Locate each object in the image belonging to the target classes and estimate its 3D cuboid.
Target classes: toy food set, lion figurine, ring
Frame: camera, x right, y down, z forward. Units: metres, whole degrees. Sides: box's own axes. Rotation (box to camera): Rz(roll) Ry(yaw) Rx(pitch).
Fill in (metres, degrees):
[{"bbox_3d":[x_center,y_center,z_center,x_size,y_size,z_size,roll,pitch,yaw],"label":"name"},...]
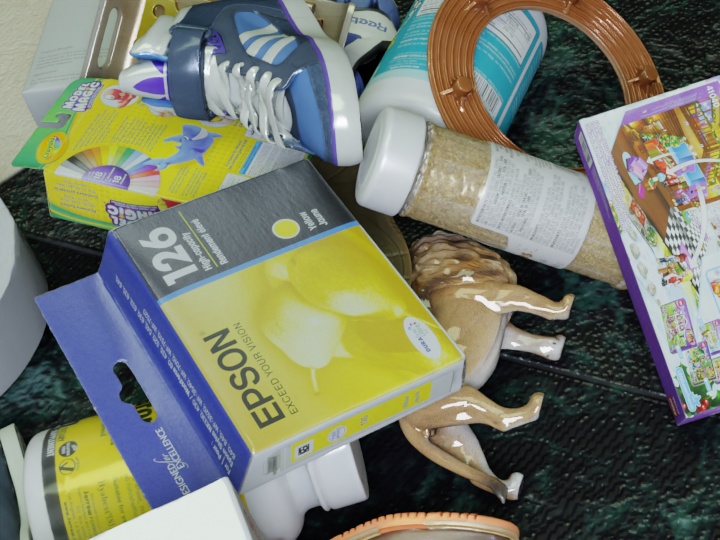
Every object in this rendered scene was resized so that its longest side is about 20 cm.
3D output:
[{"bbox_3d":[-0.113,-0.156,1.142,0.198,0.060,0.145,16,94,10],"label":"toy food set"},{"bbox_3d":[0.065,0.057,0.971,0.121,0.073,0.201,15,45,10],"label":"lion figurine"},{"bbox_3d":[0.140,-0.135,1.081,0.198,0.019,0.203,11,63,-21],"label":"ring"}]

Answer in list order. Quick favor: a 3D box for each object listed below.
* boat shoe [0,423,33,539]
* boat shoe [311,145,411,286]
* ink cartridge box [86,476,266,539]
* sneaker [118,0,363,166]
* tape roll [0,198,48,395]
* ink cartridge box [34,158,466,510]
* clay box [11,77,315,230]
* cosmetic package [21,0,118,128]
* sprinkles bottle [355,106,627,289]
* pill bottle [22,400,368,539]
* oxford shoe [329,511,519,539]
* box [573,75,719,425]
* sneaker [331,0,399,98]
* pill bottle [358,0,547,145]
[{"bbox_3d":[-0.228,0.178,0.955,0.061,0.075,0.201,-22,45,-6],"label":"boat shoe"},{"bbox_3d":[0.000,0.000,1.015,0.072,0.065,0.202,-4,47,4],"label":"boat shoe"},{"bbox_3d":[-0.086,0.241,0.766,0.145,0.147,0.202,-23,65,-4],"label":"ink cartridge box"},{"bbox_3d":[-0.088,-0.120,1.021,0.145,0.081,0.201,-13,38,-11],"label":"sneaker"},{"bbox_3d":[-0.327,0.025,1.072,0.197,0.067,0.202,-8,50,10],"label":"tape roll"},{"bbox_3d":[-0.071,0.033,0.907,0.198,0.047,0.198,-21,53,-23],"label":"ink cartridge box"},{"bbox_3d":[-0.135,-0.075,1.070,0.197,0.048,0.115,12,44,13],"label":"clay box"},{"bbox_3d":[-0.207,-0.196,1.287,0.111,0.082,0.202,-4,47,14],"label":"cosmetic package"},{"bbox_3d":[0.098,-0.047,0.996,0.198,0.069,0.069,18,48,-10],"label":"sprinkles bottle"},{"bbox_3d":[-0.099,0.129,0.934,0.197,0.112,0.112,-15,46,2],"label":"pill bottle"},{"bbox_3d":[0.002,0.193,0.886,0.198,0.071,0.074,-16,62,12],"label":"oxford shoe"},{"bbox_3d":[0.232,-0.019,0.948,0.135,0.039,0.202,-17,77,-1],"label":"box"},{"bbox_3d":[-0.045,-0.153,1.196,0.197,0.081,0.116,-22,44,-6],"label":"sneaker"},{"bbox_3d":[0.075,-0.155,1.139,0.109,0.111,0.201,10,51,25],"label":"pill bottle"}]
